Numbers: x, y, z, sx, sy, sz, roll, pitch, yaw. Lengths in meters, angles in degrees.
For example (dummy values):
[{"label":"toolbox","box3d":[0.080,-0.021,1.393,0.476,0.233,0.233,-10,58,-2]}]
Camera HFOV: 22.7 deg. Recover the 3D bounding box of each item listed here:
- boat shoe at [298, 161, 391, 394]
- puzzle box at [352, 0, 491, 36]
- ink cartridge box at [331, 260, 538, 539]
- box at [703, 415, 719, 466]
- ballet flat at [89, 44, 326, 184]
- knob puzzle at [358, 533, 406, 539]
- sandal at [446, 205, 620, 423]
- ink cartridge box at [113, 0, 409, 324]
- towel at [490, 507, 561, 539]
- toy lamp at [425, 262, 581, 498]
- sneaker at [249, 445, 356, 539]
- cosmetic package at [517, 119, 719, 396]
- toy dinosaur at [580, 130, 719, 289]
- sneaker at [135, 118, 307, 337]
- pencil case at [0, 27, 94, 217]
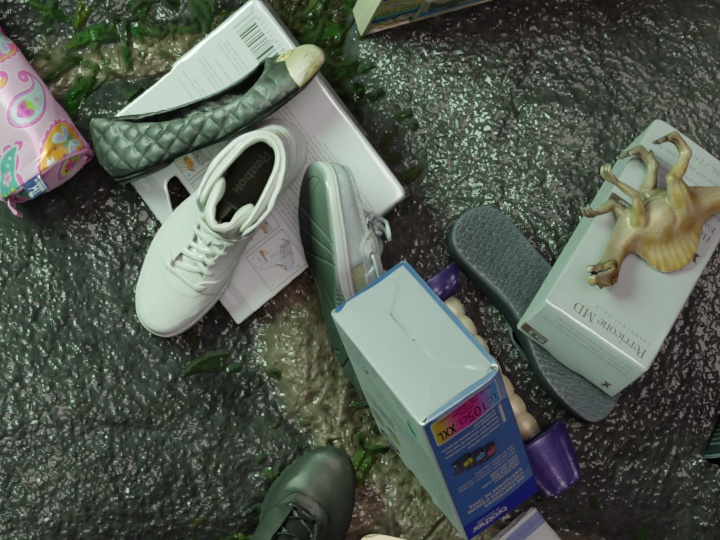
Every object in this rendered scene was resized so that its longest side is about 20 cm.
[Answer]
[{"label":"boat shoe","box3d":[0.001,0.001,1.397,0.064,0.074,0.204,-23,119,-16]},{"label":"puzzle box","box3d":[0.098,-0.241,1.443,0.198,0.133,0.026,-17,85,-9]},{"label":"ink cartridge box","box3d":[0.061,0.110,1.364,0.076,0.201,0.137,-31,50,-11]},{"label":"box","box3d":[0.394,0.094,1.455,0.147,0.104,0.201,28,79,-3]},{"label":"ballet flat","box3d":[-0.119,-0.128,1.388,0.199,0.067,0.057,-25,106,9]},{"label":"knob puzzle","box3d":[0.039,0.306,1.415,0.217,0.030,0.222,1,82,-8]},{"label":"sandal","box3d":[0.146,0.035,1.464,0.076,0.043,0.201,-32,82,-20]},{"label":"ink cartridge box","box3d":[-0.087,-0.087,1.444,0.173,0.044,0.201,-38,89,9]},{"label":"towel","box3d":[0.146,0.306,1.421,0.147,0.024,0.201,-37,91,-28]},{"label":"toy lamp","box3d":[0.110,0.091,1.440,0.058,0.058,0.201,-34,89,-11]},{"label":"sneaker","box3d":[-0.061,0.226,1.382,0.076,0.091,0.201,29,78,-1]},{"label":"cosmetic package","box3d":[0.221,-0.011,1.439,0.101,0.074,0.201,34,63,-2]},{"label":"toy dinosaur","box3d":[0.243,-0.053,1.402,0.199,0.058,0.102,-25,94,-16]},{"label":"sneaker","box3d":[-0.119,-0.030,1.374,0.073,0.116,0.201,34,99,1]},{"label":"pencil case","box3d":[-0.294,-0.144,1.401,0.087,0.087,0.201,-34,89,-11]}]
